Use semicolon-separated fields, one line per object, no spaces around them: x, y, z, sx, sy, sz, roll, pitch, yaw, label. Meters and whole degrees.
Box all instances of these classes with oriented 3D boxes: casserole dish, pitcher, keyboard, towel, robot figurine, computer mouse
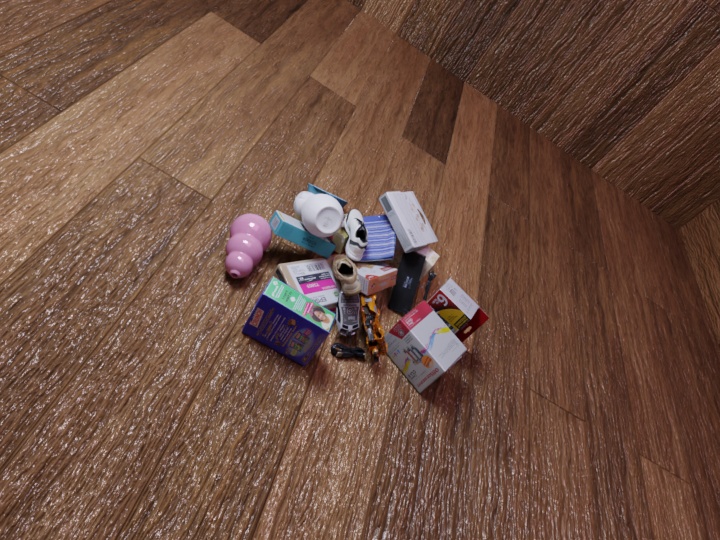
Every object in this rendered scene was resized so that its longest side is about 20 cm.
-0.116;-0.250;1.808;0.120;0.039;0.200;28;7;12;casserole dish
-0.102;-0.162;1.578;0.170;0.123;0.200;21;8;-25;pitcher
0.174;0.045;1.715;0.125;0.203;0.021;17;4;4;keyboard
0.044;-0.108;1.684;0.142;0.024;0.202;-4;46;12;towel
0.038;0.166;1.552;0.057;0.146;0.202;-13;42;2;robot figurine
-0.037;0.150;1.528;0.108;0.044;0.204;3;86;-27;computer mouse

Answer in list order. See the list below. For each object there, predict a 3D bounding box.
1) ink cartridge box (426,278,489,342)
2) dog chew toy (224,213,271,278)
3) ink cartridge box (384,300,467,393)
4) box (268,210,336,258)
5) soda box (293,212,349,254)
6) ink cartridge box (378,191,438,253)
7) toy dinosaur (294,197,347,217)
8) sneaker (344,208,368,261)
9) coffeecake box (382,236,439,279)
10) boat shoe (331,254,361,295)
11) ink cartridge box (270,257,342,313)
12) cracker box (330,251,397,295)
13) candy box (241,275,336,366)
0.278;0.159;1.673;0.175;0.201;0.084;44;43;8;ink cartridge box
-0.329;-0.065;1.508;0.123;0.125;0.202;24;52;-15;dog chew toy
0.188;0.230;1.590;0.200;0.146;0.144;48;43;11;ink cartridge box
-0.173;-0.107;1.583;0.198;0.050;0.082;24;16;-35;box
-0.121;-0.138;1.711;0.198;0.068;0.064;32;33;14;soda box
0.159;-0.164;1.728;0.173;0.043;0.202;-14;75;-56;ink cartridge box
-0.133;-0.205;1.802;0.197;0.048;0.088;20;0;-14;toy dinosaur
-0.004;-0.125;1.636;0.073;0.080;0.202;15;44;-22;sneaker
0.142;-0.051;1.794;0.199;0.154;0.073;40;41;3;coffeecake box
-0.042;-0.005;1.534;0.070;0.065;0.200;-19;32;-9;boat shoe
-0.143;0.054;1.563;0.198;0.075;0.166;-11;60;-41;ink cartridge box
0.000;0.000;1.655;0.199;0.059;0.133;28;31;37;cracker box
-0.189;0.138;1.387;0.198;0.170;0.078;30;39;-9;candy box
